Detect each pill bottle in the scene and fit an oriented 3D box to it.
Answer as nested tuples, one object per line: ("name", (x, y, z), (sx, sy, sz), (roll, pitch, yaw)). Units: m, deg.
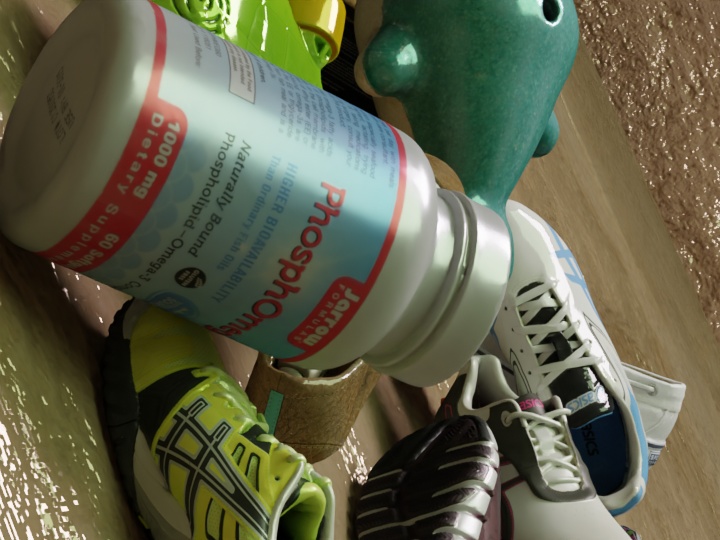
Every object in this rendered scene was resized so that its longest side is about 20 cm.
("pill bottle", (-0.040, -0.026, 0.931), (0.199, 0.109, 0.109), (25, 33, -26))

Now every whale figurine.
("whale figurine", (0.067, -0.095, 1.255), (0.158, 0.103, 0.202), (20, 63, -44))

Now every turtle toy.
("turtle toy", (-0.069, -0.077, 1.074), (0.200, 0.100, 0.147), (53, 41, -50))

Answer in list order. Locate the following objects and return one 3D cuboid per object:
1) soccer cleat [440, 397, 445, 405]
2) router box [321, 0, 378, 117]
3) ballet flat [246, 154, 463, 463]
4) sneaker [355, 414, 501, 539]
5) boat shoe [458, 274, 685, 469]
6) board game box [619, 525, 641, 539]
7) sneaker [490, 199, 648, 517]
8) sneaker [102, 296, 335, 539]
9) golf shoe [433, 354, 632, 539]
("soccer cleat", (0.094, 0.147, 1.382), (0.078, 0.069, 0.201), (59, 12, -35))
("router box", (-0.018, -0.154, 1.354), (0.199, 0.052, 0.158), (28, 27, -41))
("ballet flat", (0.000, 0.000, 1.084), (0.201, 0.067, 0.073), (-57, 161, -34))
("sneaker", (0.047, 0.172, 1.172), (0.201, 0.075, 0.116), (-73, 143, -55))
("boat shoe", (0.109, 0.036, 1.399), (0.201, 0.087, 0.075), (30, 9, 11))
("board game box", (0.143, 0.240, 1.265), (0.201, 0.061, 0.200), (59, 38, -22))
("sneaker", (0.117, 0.049, 1.326), (0.201, 0.071, 0.072), (66, -10, -7))
("sneaker", (-0.049, 0.087, 0.918), (0.075, 0.076, 0.201), (42, 24, -54))
("golf shoe", (0.091, 0.116, 1.244), (0.200, 0.077, 0.089), (35, -61, 56))
